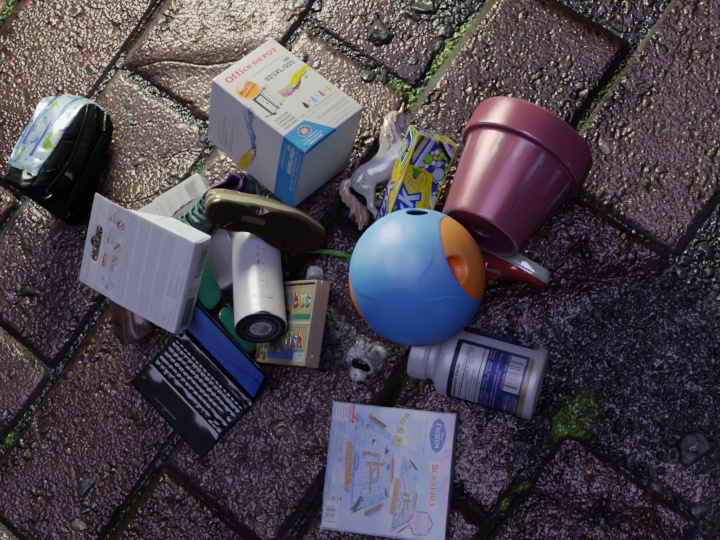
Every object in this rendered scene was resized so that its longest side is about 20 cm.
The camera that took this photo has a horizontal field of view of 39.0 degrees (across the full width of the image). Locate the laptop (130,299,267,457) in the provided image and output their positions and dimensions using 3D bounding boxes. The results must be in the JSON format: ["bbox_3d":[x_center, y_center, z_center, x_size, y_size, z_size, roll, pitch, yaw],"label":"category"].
[{"bbox_3d":[-0.262,0.175,1.631,0.177,0.103,0.200,45,95,9],"label":"laptop"}]

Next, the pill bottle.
[{"bbox_3d":[0.177,0.147,1.546,0.199,0.111,0.111,15,85,15],"label":"pill bottle"}]

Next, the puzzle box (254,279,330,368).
[{"bbox_3d":[-0.110,0.082,1.591,0.025,0.200,0.134,12,81,-27],"label":"puzzle box"}]

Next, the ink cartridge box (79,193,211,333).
[{"bbox_3d":[-0.339,-0.016,1.583,0.200,0.047,0.161,26,114,20],"label":"ink cartridge box"}]

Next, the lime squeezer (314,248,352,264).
[{"bbox_3d":[0.000,0.000,1.653,0.200,0.038,0.071,38,122,14],"label":"lime squeezer"}]

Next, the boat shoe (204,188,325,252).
[{"bbox_3d":[-0.148,-0.090,1.601,0.199,0.076,0.072,20,118,-22],"label":"boat shoe"}]

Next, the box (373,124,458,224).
[{"bbox_3d":[0.079,-0.117,1.577,0.070,0.064,0.201,15,107,-16],"label":"box"}]

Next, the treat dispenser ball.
[{"bbox_3d":[0.082,0.010,1.482,0.200,0.201,0.202,-2,81,12],"label":"treat dispenser ball"}]

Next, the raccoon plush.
[{"bbox_3d":[-0.019,0.083,1.614,0.133,0.097,0.201,-4,80,4],"label":"raccoon plush"}]

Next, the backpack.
[{"bbox_3d":[-0.507,-0.205,1.734,0.154,0.163,0.200,29,82,30],"label":"backpack"}]

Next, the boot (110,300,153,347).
[{"bbox_3d":[-0.350,0.022,1.644,0.186,0.064,0.201,-6,87,48],"label":"boot"}]

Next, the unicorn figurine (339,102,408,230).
[{"bbox_3d":[0.049,-0.168,1.637,0.200,0.074,0.138,-40,95,-14],"label":"unicorn figurine"}]

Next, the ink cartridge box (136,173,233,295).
[{"bbox_3d":[-0.299,-0.034,1.713,0.176,0.045,0.200,-30,76,6],"label":"ink cartridge box"}]

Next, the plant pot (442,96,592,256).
[{"bbox_3d":[0.220,-0.128,1.513,0.200,0.200,0.179,27,73,15],"label":"plant pot"}]

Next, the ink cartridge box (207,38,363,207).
[{"bbox_3d":[-0.125,-0.237,1.627,0.200,0.145,0.147,39,57,15],"label":"ink cartridge box"}]

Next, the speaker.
[{"bbox_3d":[-0.162,0.011,1.605,0.081,0.081,0.201,-17,51,10],"label":"speaker"}]

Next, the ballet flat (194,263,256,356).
[{"bbox_3d":[-0.248,0.065,1.645,0.074,0.074,0.200,-29,103,7],"label":"ballet flat"}]

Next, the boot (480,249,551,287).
[{"bbox_3d":[0.187,0.025,1.585,0.199,0.072,0.145,21,87,23],"label":"boot"}]

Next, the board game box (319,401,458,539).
[{"bbox_3d":[0.046,0.313,1.585,0.199,0.041,0.201,5,82,14],"label":"board game box"}]

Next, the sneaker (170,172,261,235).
[{"bbox_3d":[-0.259,-0.099,1.648,0.200,0.088,0.075,-36,76,3],"label":"sneaker"}]
